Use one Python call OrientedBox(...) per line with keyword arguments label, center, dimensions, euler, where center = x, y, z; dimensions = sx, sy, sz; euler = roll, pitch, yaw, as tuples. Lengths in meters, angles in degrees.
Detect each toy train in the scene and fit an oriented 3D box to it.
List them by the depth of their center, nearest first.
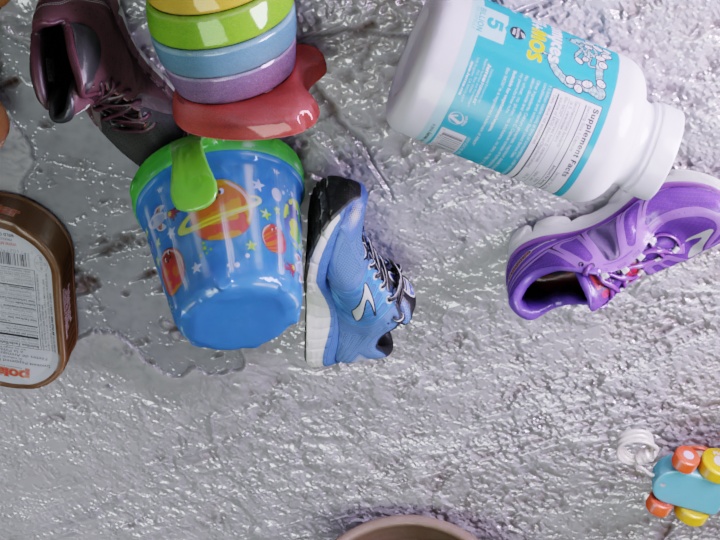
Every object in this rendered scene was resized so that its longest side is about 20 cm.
OrientedBox(label="toy train", center=(0.316, 0.138, 1.760), dimensions=(0.199, 0.056, 0.151), euler=(-14, 126, 19))

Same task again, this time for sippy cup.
OrientedBox(label="sippy cup", center=(-0.100, -0.016, 1.624), dimensions=(0.177, 0.131, 0.140), euler=(19, 137, -39))

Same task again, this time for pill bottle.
OrientedBox(label="pill bottle", center=(0.126, -0.118, 1.524), dimensions=(0.199, 0.111, 0.111), euler=(21, 133, -9))

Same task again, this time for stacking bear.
OrientedBox(label="stacking bear", center=(-0.099, -0.204, 1.501), dimensions=(0.113, 0.122, 0.201), euler=(-7, 121, 8))

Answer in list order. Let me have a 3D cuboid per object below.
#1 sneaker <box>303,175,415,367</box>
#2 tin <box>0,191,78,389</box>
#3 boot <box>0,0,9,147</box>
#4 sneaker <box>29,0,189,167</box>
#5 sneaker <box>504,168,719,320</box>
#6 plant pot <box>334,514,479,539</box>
OrientedBox(label="sneaker", center=(0.000, 0.000, 1.692), dimensions=(0.089, 0.079, 0.200), euler=(1, 141, 1))
OrientedBox(label="tin", center=(-0.296, 0.021, 1.791), dimensions=(0.111, 0.042, 0.201), euler=(10, 133, 8))
OrientedBox(label="boot", center=(-0.293, -0.183, 1.582), dimensions=(0.154, 0.074, 0.200), euler=(-29, 123, 27))
OrientedBox(label="sneaker", center=(-0.196, -0.126, 1.580), dimensions=(0.075, 0.116, 0.200), euler=(-12, 128, 22))
OrientedBox(label="sneaker", center=(0.201, -0.008, 1.628), dimensions=(0.199, 0.084, 0.081), euler=(-24, 124, 28))
OrientedBox(label="plant pot", center=(0.048, 0.343, 1.931), dimensions=(0.199, 0.201, 0.175), euler=(2, 151, 10))
